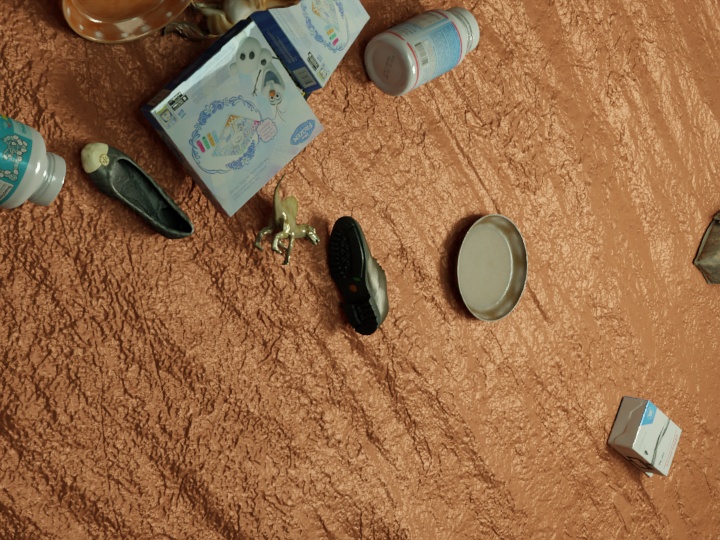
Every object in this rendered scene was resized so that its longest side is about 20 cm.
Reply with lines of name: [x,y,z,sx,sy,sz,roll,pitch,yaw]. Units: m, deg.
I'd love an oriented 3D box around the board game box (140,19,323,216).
board game box: [-0.179,-0.217,1.603,0.200,0.043,0.199,-45,122,-16]

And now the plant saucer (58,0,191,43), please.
plant saucer: [-0.305,-0.385,1.484,0.200,0.200,0.032,-11,59,-42]

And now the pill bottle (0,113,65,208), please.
pill bottle: [-0.468,-0.144,1.380,0.200,0.111,0.111,23,78,-41]

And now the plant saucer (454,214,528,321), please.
plant saucer: [0.239,-0.005,2.090,0.200,0.032,0.201,-3,95,-41]

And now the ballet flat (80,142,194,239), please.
ballet flat: [-0.308,-0.114,1.564,0.200,0.057,0.067,42,65,-36]

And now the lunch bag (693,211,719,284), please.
lunch bag: [0.894,-0.071,2.595,0.118,0.164,0.200,45,63,-37]

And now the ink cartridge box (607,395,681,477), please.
ink cartridge box: [0.633,0.371,2.450,0.200,0.068,0.116,38,68,-38]

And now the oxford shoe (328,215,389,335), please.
oxford shoe: [0.000,0.000,1.857,0.084,0.073,0.200,-36,119,-53]

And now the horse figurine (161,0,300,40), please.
horse figurine: [-0.190,-0.385,1.595,0.132,0.200,0.050,37,32,-37]

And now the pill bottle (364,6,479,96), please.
pill bottle: [0.109,-0.377,1.894,0.200,0.109,0.109,-32,114,-36]

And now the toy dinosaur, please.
toy dinosaur: [-0.124,-0.074,1.724,0.101,0.058,0.200,-65,156,-17]

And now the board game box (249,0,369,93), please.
board game box: [-0.087,-0.410,1.721,0.200,0.043,0.199,54,46,-27]

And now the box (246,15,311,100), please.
box: [-0.171,-0.263,1.686,0.161,0.049,0.200,46,63,-31]
